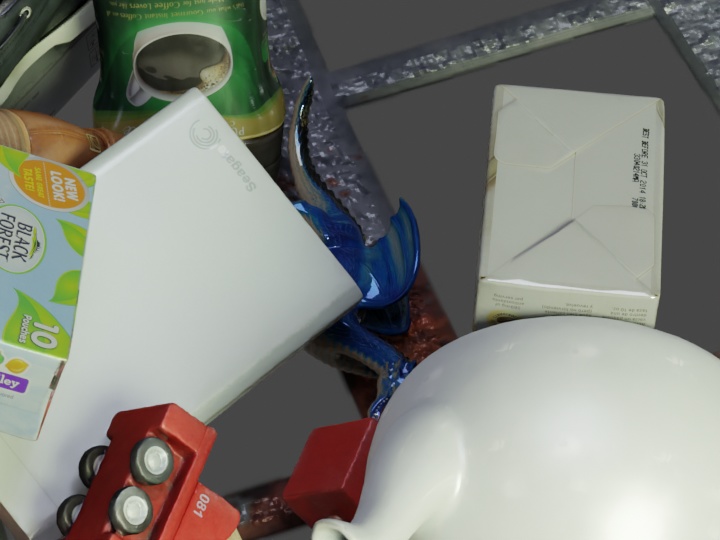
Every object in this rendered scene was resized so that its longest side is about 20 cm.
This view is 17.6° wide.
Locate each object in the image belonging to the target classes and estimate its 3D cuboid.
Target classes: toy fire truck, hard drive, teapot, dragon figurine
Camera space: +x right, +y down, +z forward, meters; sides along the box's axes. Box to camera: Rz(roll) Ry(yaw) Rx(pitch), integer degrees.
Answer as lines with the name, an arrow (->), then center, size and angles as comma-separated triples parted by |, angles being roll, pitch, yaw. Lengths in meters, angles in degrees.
toy fire truck -> -0.068, 0.133, 1.031 | 0.049, 0.141, 0.201 | -14, 46, 49
hard drive -> -0.114, 0.021, 1.085 | 0.200, 0.026, 0.132 | -38, 86, -22
teapot -> 0.092, 0.128, 0.975 | 0.198, 0.198, 0.147 | 0, 50, 8
dragon figurine -> 0.000, 0.000, 1.173 | 0.099, 0.059, 0.201 | 3, 57, 2

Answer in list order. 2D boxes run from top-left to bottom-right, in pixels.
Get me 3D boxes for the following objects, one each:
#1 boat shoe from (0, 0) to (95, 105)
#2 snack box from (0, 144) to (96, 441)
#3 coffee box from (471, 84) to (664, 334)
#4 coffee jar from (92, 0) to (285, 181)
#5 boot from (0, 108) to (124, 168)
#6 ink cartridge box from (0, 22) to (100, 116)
boat shoe -> -0.203, -0.125, 1.205 | 0.074, 0.066, 0.199 | 9, 44, 48
snack box -> -0.219, -0.015, 0.983 | 0.199, 0.053, 0.143 | 17, 34, -12
coffee box -> 0.091, 0.026, 1.062 | 0.079, 0.201, 0.115 | 5, 51, 4
coffee jar -> -0.094, -0.137, 1.202 | 0.103, 0.201, 0.085 | -3, 23, -2
boot -> -0.199, -0.017, 1.171 | 0.155, 0.200, 0.077 | 2, 54, -45
ink cartridge box -> -0.235, -0.139, 1.300 | 0.173, 0.044, 0.200 | 27, 58, 19
